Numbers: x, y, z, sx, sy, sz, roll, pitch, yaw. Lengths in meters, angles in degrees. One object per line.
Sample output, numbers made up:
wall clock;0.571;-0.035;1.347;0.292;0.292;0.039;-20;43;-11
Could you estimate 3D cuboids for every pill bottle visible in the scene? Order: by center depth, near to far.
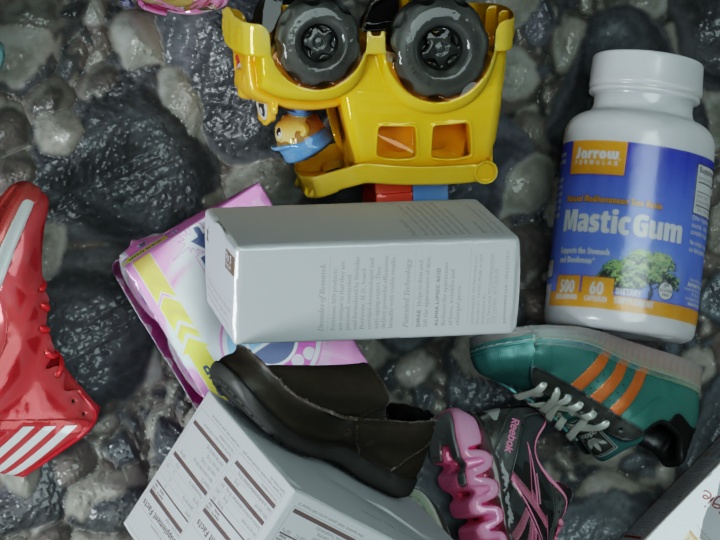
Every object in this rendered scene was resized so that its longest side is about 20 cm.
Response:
pill bottle;0.197;-0.053;1.784;0.111;0.112;0.202;7;85;-12

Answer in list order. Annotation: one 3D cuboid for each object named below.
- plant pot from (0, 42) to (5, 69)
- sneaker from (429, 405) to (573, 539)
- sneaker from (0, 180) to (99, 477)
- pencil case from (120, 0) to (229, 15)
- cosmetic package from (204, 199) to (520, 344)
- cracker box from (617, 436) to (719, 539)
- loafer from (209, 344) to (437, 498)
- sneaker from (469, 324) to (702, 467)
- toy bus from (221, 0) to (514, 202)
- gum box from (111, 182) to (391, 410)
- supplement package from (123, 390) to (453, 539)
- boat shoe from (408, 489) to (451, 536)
plant pot;-0.361;-0.141;1.628;0.200;0.201;0.161;-41;84;-12
sneaker;0.118;0.189;1.778;0.095;0.079;0.202;-13;91;-25
sneaker;-0.227;0.046;1.712;0.115;0.078;0.201;19;95;-19
pencil case;-0.134;-0.282;1.737;0.086;0.083;0.202;-2;87;3
cosmetic package;0.000;0.000;1.669;0.198;0.102;0.075;-3;107;-14
cracker box;0.261;0.225;1.810;0.200;0.058;0.134;-44;96;-11
loafer;-0.022;0.086;1.654;0.200;0.073;0.072;30;95;-46
sneaker;0.164;0.091;1.764;0.199;0.071;0.081;14;70;-29
toy bus;0.003;-0.105;1.746;0.198;0.136;0.194;-1;103;-11
gum box;-0.078;0.045;1.738;0.113;0.066;0.201;-32;94;-14
supplement package;-0.029;0.194;1.640;0.199;0.156;0.111;31;95;-33
boat shoe;0.049;0.258;1.759;0.071;0.060;0.203;-14;73;30
